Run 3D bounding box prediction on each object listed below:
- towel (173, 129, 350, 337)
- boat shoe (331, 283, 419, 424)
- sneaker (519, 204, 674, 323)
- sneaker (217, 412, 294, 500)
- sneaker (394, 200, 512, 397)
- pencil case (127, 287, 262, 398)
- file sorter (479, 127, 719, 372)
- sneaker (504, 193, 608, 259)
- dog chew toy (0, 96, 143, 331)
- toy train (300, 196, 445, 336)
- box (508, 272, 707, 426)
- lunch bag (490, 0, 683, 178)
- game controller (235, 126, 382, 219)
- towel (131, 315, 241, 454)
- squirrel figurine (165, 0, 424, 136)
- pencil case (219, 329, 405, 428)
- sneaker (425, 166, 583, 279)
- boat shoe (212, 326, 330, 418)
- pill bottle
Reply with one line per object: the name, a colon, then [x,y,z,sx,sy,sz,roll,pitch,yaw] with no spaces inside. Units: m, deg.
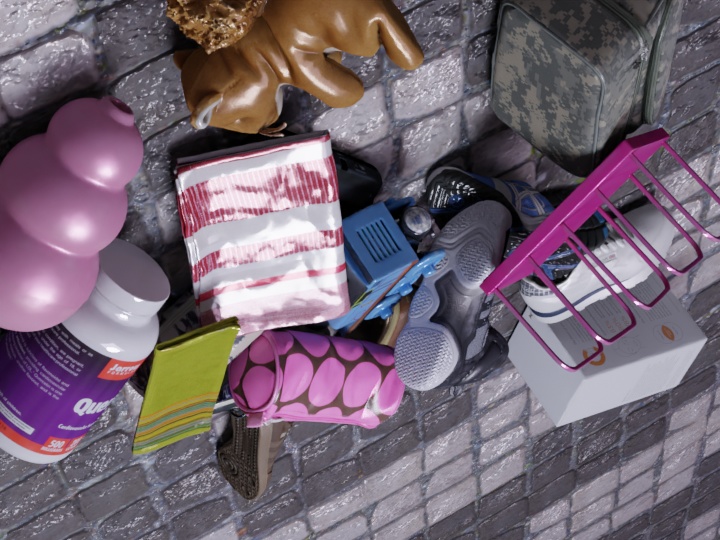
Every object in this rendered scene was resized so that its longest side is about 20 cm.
towel: [-0.085,-0.026,1.571,0.143,0.023,0.201,-12,129,-9]
boat shoe: [0.012,0.090,1.902,0.067,0.072,0.201,-7,138,-37]
sneaker: [0.272,-0.017,2.015,0.199,0.077,0.081,-34,141,-3]
sneaker: [-0.102,0.182,1.923,0.075,0.070,0.201,-36,161,-29]
sneaker: [0.110,0.032,1.768,0.114,0.075,0.201,24,91,-54]
pencil case: [-0.145,0.048,1.672,0.200,0.078,0.089,-41,126,12]
file sorter: [0.241,-0.017,1.672,0.200,0.126,0.139,-46,170,23]
sneaker: [0.175,-0.029,1.914,0.198,0.074,0.082,-12,161,-25]
dog chew toy: [-0.242,-0.051,1.396,0.124,0.125,0.201,12,119,-53]
toy train: [0.000,0.000,1.708,0.114,0.087,0.200,-24,168,-31]
box: [0.296,0.090,2.137,0.199,0.125,0.098,-14,145,-31]
lunch bag: [0.221,-0.211,1.620,0.168,0.139,0.201,-44,157,-21]
game controller: [-0.063,-0.077,1.626,0.104,0.042,0.199,-32,154,25]
towel: [-0.163,0.110,1.634,0.086,0.018,0.200,-22,156,-26]
squirrel figurine: [-0.077,-0.196,1.363,0.186,0.142,0.200,-32,138,17]
pencil case: [-0.041,0.112,1.754,0.199,0.095,0.090,7,159,-44]
sneaker: [0.140,-0.058,1.811,0.199,0.077,0.076,28,123,-34]
boat shoe: [-0.117,0.116,1.804,0.198,0.074,0.067,-28,139,-30]
pill bottle: [-0.253,0.069,1.557,0.112,0.113,0.200,7,131,-50]
